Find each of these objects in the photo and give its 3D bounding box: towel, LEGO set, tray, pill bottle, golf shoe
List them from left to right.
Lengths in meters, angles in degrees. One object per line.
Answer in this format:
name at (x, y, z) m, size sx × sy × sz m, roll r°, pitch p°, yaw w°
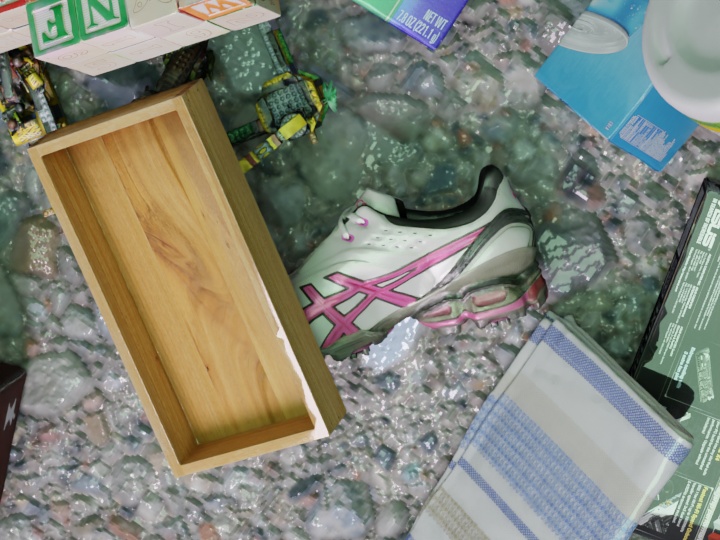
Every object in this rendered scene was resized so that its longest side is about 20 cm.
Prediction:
LEGO set at (-0.119, -0.105, 1.310) m, size 0.199 × 0.116 × 0.154 m, roll -13°, pitch 97°, yaw 9°
tray at (-0.092, 0.006, 1.284) m, size 0.098 × 0.037 × 0.200 m, roll -17°, pitch 104°, yaw 24°
golf shoe at (0.000, 0.000, 1.336) m, size 0.199 × 0.073 × 0.092 m, roll -15°, pitch 102°, yaw 2°
towel at (0.094, 0.136, 1.323) m, size 0.024 × 0.147 × 0.200 m, roll 24°, pitch 103°, yaw -38°
pill bottle at (0.247, -0.097, 1.232) m, size 0.200 × 0.111 × 0.111 m, roll 25°, pitch 104°, yaw -41°

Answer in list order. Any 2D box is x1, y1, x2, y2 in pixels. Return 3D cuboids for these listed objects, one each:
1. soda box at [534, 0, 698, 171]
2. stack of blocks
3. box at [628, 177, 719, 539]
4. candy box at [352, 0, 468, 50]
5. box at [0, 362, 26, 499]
soda box at (0.188, -0.157, 1.283) m, size 0.200 × 0.064 × 0.068 m, roll -52°, pitch 53°, yaw 10°
stack of blocks at (-0.149, -0.163, 1.230) m, size 0.200 × 0.059 × 0.115 m, roll -14°, pitch 79°, yaw 23°
box at (0.231, 0.068, 1.331) m, size 0.157 × 0.050 × 0.200 m, roll 20°, pitch 100°, yaw 3°
candy box at (0.022, -0.248, 1.278) m, size 0.169 × 0.077 × 0.200 m, roll 30°, pitch 100°, yaw -13°
box at (-0.317, 0.122, 1.342) m, size 0.199 × 0.164 × 0.166 m, roll 14°, pitch 100°, yaw 4°
